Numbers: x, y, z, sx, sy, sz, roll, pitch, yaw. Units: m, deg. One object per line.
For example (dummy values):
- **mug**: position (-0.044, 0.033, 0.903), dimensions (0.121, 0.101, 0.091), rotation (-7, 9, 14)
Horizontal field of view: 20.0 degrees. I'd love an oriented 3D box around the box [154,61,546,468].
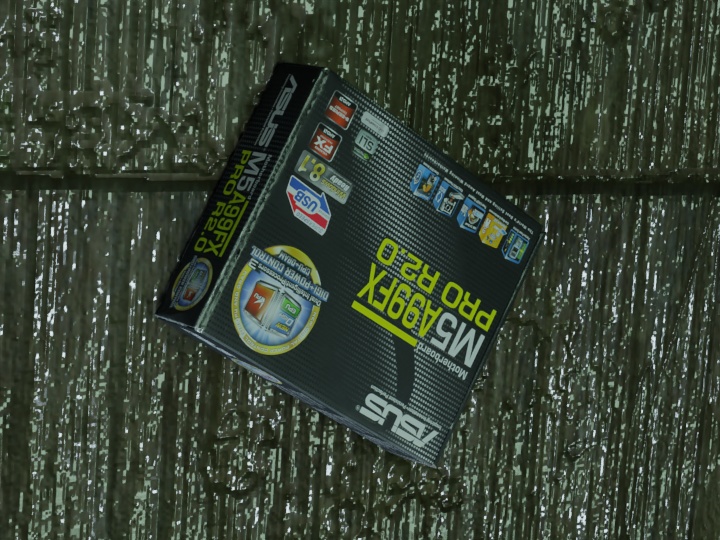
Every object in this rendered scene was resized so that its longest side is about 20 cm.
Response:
- **box**: position (0.000, 0.000, 1.154), dimensions (0.200, 0.044, 0.160), rotation (34, 77, -37)
